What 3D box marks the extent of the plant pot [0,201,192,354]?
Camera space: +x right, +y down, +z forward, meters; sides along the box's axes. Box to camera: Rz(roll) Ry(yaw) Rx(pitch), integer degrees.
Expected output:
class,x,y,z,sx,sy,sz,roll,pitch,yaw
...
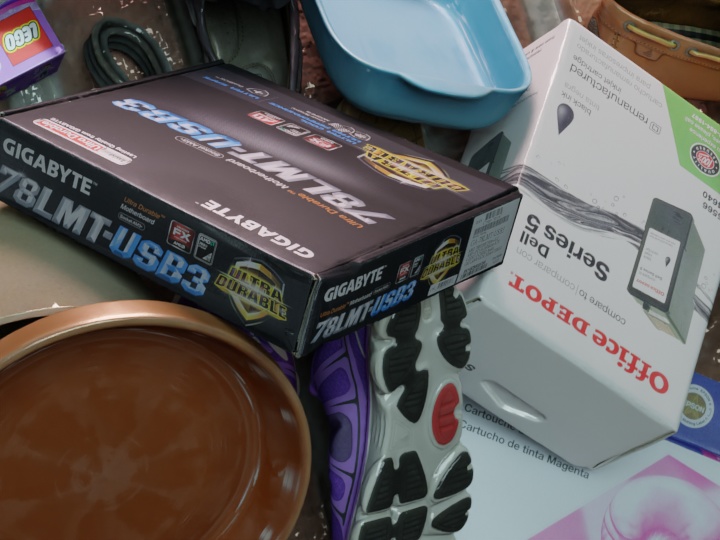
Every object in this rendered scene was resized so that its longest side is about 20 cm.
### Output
class,x,y,z,sx,sy,sz,roll,pitch,yaw
plant pot,-0.190,0.030,1.258,0.187,0.188,0.200,-11,42,-17

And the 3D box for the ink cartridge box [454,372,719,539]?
class,x,y,z,sx,sy,sz,roll,pitch,yaw
ink cartridge box,0.124,0.126,1.404,0.196,0.043,0.201,22,74,-9

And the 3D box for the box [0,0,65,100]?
class,x,y,z,sx,sy,sz,roll,pitch,yaw
box,-0.282,-0.128,1.353,0.200,0.039,0.137,-29,85,-20

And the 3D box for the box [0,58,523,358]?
class,x,y,z,sx,sy,sz,roll,pitch,yaw
box,-0.051,-0.039,1.233,0.200,0.050,0.198,26,24,25

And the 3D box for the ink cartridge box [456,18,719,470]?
class,x,y,z,sx,sy,sz,roll,pitch,yaw
ink cartridge box,0.123,-0.014,1.376,0.145,0.084,0.200,33,56,-20

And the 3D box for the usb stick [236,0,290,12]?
class,x,y,z,sx,sy,sz,roll,pitch,yaw
usb stick,-0.119,-0.198,1.375,0.200,0.033,0.056,25,57,20

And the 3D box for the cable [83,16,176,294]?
class,x,y,z,sx,sy,sz,roll,pitch,yaw
cable,-0.095,-0.065,1.351,0.097,0.050,0.201,2,55,-22

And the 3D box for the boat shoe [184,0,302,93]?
class,x,y,z,sx,sy,sz,roll,pitch,yaw
boat shoe,-0.068,-0.159,1.405,0.072,0.065,0.201,-8,79,-15

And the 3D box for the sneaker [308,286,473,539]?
class,x,y,z,sx,sy,sz,roll,pitch,yaw
sneaker,0.011,0.083,1.313,0.080,0.083,0.201,-7,110,-38

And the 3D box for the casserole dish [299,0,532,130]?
class,x,y,z,sx,sy,sz,roll,pitch,yaw
casserole dish,0.024,-0.136,1.389,0.121,0.039,0.200,9,32,-19

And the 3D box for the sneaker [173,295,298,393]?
class,x,y,z,sx,sy,sz,roll,pitch,yaw
sneaker,-0.060,0.075,1.316,0.080,0.084,0.201,6,51,-17

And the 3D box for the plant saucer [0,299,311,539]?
class,x,y,z,sx,sy,sz,roll,pitch,yaw
plant saucer,-0.122,0.099,1.175,0.200,0.201,0.032,-10,35,-15

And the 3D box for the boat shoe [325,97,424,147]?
class,x,y,z,sx,sy,sz,roll,pitch,yaw
boat shoe,0.000,0.000,1.386,0.072,0.072,0.201,-6,89,-36

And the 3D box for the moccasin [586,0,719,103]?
class,x,y,z,sx,sy,sz,roll,pitch,yaw
moccasin,0.234,-0.143,1.473,0.201,0.078,0.074,6,45,-10
